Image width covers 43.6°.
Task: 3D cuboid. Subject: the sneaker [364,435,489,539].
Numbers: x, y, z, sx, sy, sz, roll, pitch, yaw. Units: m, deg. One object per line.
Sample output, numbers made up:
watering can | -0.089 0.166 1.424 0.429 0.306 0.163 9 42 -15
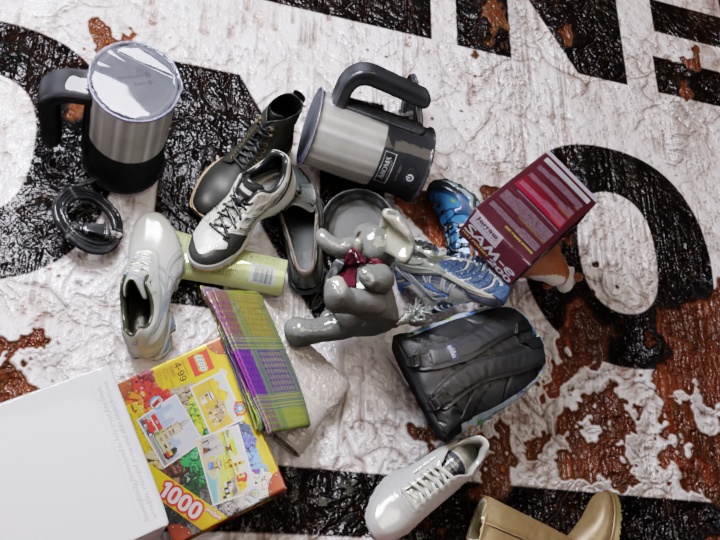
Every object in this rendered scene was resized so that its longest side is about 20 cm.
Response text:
sneaker | 0.088 0.281 1.193 0.198 0.081 0.077 -34 82 -28

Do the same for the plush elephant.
plush elephant | 0.000 0.000 1.208 0.195 0.165 0.158 0 65 -23

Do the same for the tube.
tube | -0.199 -0.010 1.243 0.195 0.053 0.058 12 23 -7

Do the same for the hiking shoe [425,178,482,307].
hiking shoe | 0.158 -0.050 1.370 0.086 0.075 0.201 -32 80 -32

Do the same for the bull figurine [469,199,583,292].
bull figurine | 0.247 -0.034 1.339 0.196 0.065 0.124 6 69 -28

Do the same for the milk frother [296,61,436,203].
milk frother | 0.011 -0.226 1.368 0.184 0.200 0.184 17 103 -15

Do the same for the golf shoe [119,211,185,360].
golf shoe | -0.273 0.009 1.160 0.076 0.098 0.205 -5 70 2

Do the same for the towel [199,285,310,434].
towel | -0.130 0.110 1.140 0.022 0.143 0.203 -29 76 17

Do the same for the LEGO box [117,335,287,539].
LEGO box | -0.195 0.209 1.104 0.146 0.077 0.203 -24 76 -12

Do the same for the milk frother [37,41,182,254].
milk frother | -0.320 -0.153 1.171 0.177 0.188 0.204 -13 72 -24

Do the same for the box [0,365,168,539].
box | -0.347 0.248 1.020 0.197 0.131 0.202 -19 74 -26

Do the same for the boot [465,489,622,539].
boot | 0.252 0.353 1.229 0.196 0.066 0.178 24 60 -7

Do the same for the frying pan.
frying pan | -0.007 -0.027 1.318 0.112 0.031 0.195 4 73 3

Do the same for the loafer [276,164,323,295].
loafer | -0.084 -0.069 1.291 0.070 0.063 0.204 -8 67 -6

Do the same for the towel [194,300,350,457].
towel | -0.118 0.135 1.211 0.199 0.035 0.133 41 61 1

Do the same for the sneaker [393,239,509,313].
sneaker | 0.127 0.021 1.286 0.198 0.087 0.076 23 34 38

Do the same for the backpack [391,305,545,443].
backpack | 0.162 0.131 1.264 0.197 0.154 0.165 -28 72 -6

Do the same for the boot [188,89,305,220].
boot | -0.161 -0.167 1.272 0.077 0.139 0.201 38 60 1

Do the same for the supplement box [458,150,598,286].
supplement box | 0.240 -0.077 1.275 0.109 0.061 0.199 46 51 10

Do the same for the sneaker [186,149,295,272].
sneaker | -0.165 -0.088 1.216 0.075 0.088 0.201 34 64 13
